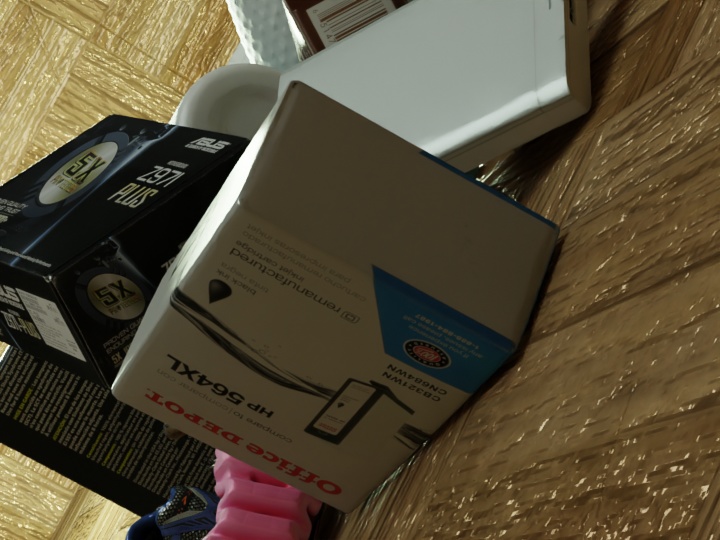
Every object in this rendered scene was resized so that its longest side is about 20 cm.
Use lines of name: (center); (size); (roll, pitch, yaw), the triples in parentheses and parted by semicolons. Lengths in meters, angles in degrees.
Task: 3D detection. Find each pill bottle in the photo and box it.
pill bottle: (-0.102, -0.066, 1.478); (0.111, 0.111, 0.200); (-64, 7, -25)

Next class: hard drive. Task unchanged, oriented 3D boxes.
hard drive: (0.035, -0.099, 1.103); (0.200, 0.026, 0.132); (-25, 43, 30)

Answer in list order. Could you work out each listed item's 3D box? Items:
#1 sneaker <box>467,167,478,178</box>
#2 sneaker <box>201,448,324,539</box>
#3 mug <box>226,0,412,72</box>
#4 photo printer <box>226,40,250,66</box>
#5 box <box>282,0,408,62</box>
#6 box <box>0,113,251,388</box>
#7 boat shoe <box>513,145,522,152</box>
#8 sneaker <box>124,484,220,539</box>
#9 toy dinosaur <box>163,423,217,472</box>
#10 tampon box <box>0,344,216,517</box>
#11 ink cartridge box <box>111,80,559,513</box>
sneaker: (0.000, 0.000, 1.207); (0.131, 0.079, 0.200); (-53, 1, 37)
sneaker: (-0.060, 0.167, 1.073); (0.096, 0.079, 0.200); (95, -166, -48)
mug: (0.007, -0.186, 1.519); (0.199, 0.176, 0.148); (-19, 2, 27)
photo printer: (-0.015, -0.178, 1.652); (0.200, 0.166, 0.069); (-60, -26, 8)
box: (0.005, -0.129, 1.328); (0.075, 0.100, 0.200); (-27, -8, 0)
box: (-0.164, -0.019, 1.321); (0.164, 0.086, 0.200); (-36, 26, -23)
boat shoe: (0.084, -0.134, 1.169); (0.075, 0.068, 0.200); (-56, 9, 27)
sneaker: (-0.115, 0.185, 1.270); (0.200, 0.078, 0.075); (-52, 11, 49)
toy dinosaur: (-0.077, 0.048, 1.226); (0.058, 0.101, 0.201); (110, 150, -73)
tampon box: (-0.177, 0.095, 1.547); (0.127, 0.200, 0.150); (-60, 8, 7)
ink cartridge box: (-0.018, 0.021, 0.976); (0.200, 0.146, 0.085); (-52, 13, 53)
